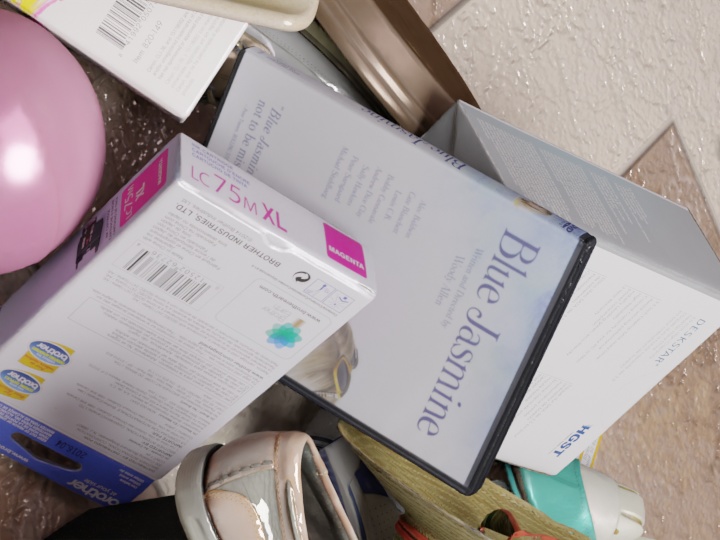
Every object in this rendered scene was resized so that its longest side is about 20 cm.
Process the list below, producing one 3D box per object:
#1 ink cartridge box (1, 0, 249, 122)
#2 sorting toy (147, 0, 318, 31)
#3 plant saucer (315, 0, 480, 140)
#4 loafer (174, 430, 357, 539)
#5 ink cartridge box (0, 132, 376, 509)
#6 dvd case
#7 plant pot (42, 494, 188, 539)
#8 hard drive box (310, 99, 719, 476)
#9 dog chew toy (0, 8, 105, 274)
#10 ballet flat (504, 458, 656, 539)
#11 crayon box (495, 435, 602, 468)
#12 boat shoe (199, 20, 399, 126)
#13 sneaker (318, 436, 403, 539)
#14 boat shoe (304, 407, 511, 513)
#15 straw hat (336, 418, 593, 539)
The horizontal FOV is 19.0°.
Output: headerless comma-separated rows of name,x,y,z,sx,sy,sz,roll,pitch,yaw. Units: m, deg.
ink cartridge box,-0.135,-0.174,1.022,0.199,0.067,0.117,35,89,-6
sorting toy,-0.091,-0.223,0.973,0.183,0.036,0.202,12,87,-8
plant saucer,0.008,-0.134,1.152,0.029,0.201,0.200,-37,123,11
loafer,-0.010,0.156,0.952,0.201,0.062,0.072,60,26,-22
ink cartridge box,-0.101,0.030,1.028,0.119,0.200,0.042,30,33,-29
dvd case,0.000,0.000,1.041,0.018,0.199,0.144,-23,140,-64
plant pot,-0.092,0.214,1.026,0.201,0.198,0.178,57,40,-25
hard drive box,0.079,0.017,1.136,0.199,0.156,0.077,22,33,-43
dog chew toy,-0.213,-0.039,0.966,0.199,0.124,0.125,-30,108,-32
ballet flat,0.141,0.160,1.287,0.201,0.070,0.068,65,14,-47
crayon box,0.078,0.030,1.286,0.200,0.051,0.127,38,63,-37
boat shoe,-0.071,-0.119,1.120,0.200,0.075,0.069,39,81,-8
sneaker,0.025,0.184,1.155,0.115,0.080,0.201,-16,80,-53
boat shoe,0.043,0.139,1.238,0.202,0.074,0.086,44,56,-22
straw hat,0.056,0.159,1.067,0.200,0.201,0.086,24,96,-41
